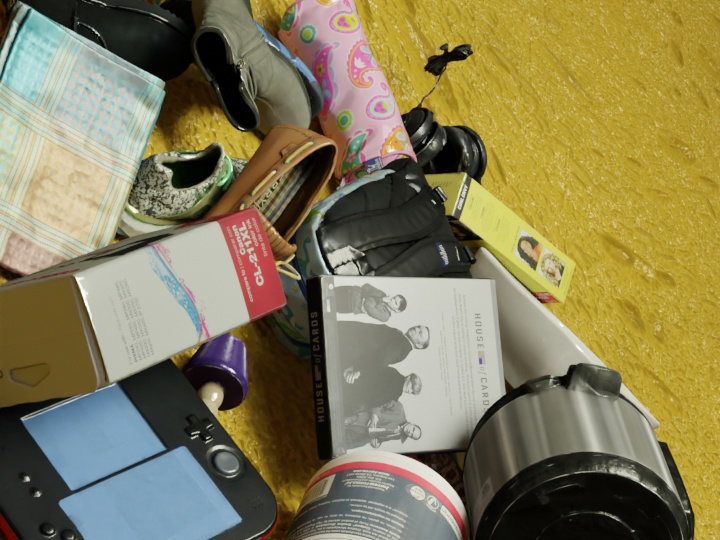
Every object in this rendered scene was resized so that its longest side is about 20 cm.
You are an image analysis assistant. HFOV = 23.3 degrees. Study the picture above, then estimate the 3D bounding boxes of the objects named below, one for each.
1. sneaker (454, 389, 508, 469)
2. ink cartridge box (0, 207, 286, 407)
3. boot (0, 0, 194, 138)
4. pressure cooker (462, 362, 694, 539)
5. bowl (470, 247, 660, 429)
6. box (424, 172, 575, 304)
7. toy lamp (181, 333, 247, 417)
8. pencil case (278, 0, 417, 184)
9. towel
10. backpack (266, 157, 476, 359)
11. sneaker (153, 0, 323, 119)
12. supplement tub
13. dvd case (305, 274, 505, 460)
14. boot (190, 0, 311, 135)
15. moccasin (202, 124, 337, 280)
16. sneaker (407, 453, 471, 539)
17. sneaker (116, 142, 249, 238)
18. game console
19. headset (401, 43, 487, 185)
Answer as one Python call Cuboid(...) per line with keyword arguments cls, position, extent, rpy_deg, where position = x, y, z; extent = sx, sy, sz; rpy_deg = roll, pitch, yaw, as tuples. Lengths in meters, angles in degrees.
Cuboid(cls="sneaker", position=(0.120, 0.135, 1.632), extent=(0.076, 0.081, 0.201), rpy_deg=(-2, 63, -49))
Cuboid(cls="ink cartridge box", position=(-0.176, 0.026, 1.279), extent=(0.200, 0.145, 0.083), rpy_deg=(-24, 100, -51))
Cuboid(cls="boot", position=(-0.222, -0.159, 1.459), extent=(0.198, 0.073, 0.163), rpy_deg=(21, 48, -35))
Cuboid(cls="pressure cooker", position=(0.171, 0.182, 1.435), extent=(0.179, 0.175, 0.200), rpy_deg=(55, 11, -20))
Cuboid(cls="bowl", position=(0.178, 0.085, 1.686), extent=(0.200, 0.075, 0.200), rpy_deg=(41, 7, -45))
Cuboid(cls="box", position=(0.129, -0.030, 1.748), extent=(0.200, 0.075, 0.050), rpy_deg=(35, 65, -42))
Cuboid(cls="toy lamp", position=(-0.128, 0.129, 1.360), extent=(0.058, 0.058, 0.201), rpy_deg=(41, 40, -21))
Cuboid(cls="pencil case", position=(-0.014, -0.174, 1.713), extent=(0.087, 0.087, 0.201), rpy_deg=(-1, 65, -50))
Cuboid(cls="towel", position=(-0.237, -0.089, 1.358), extent=(0.146, 0.022, 0.201), rpy_deg=(28, 69, -35))
Cuboid(cls="backpack", position=(0.000, 0.000, 1.558), extent=(0.164, 0.153, 0.200), rpy_deg=(65, 22, -2))
Cuboid(cls="sneaker", position=(-0.109, -0.219, 1.649), extent=(0.200, 0.066, 0.079), rpy_deg=(35, 36, -27))
Cuboid(cls="supplement tub", position=(-0.002, 0.249, 1.342), extent=(0.140, 0.140, 0.200), rpy_deg=(45, 36, -16))
Cuboid(cls="dvd case", position=(0.043, 0.080, 1.474), extent=(0.199, 0.025, 0.151), rpy_deg=(2, 81, -40))
Cuboid(cls="boot", position=(-0.104, -0.162, 1.558), extent=(0.131, 0.067, 0.200), rpy_deg=(-94, 159, -48))
Cuboid(cls="moccasin", position=(-0.084, -0.030, 1.460), extent=(0.202, 0.078, 0.074), rpy_deg=(-54, 133, -19))
Cuboid(cls="sneaker", position=(0.056, 0.185, 1.525), extent=(0.098, 0.071, 0.201), rpy_deg=(15, 54, -43))
Cuboid(cls="sneaker", position=(-0.131, -0.074, 1.486), extent=(0.200, 0.088, 0.077), rpy_deg=(-14, 74, -54))
Cuboid(cls="game console", position=(-0.171, 0.150, 1.251), extent=(0.199, 0.031, 0.177), rpy_deg=(-21, 67, -43))
Cuboid(cls="headset", position=(0.084, -0.131, 1.787), extent=(0.123, 0.094, 0.201), rpy_deg=(20, 60, -41))
